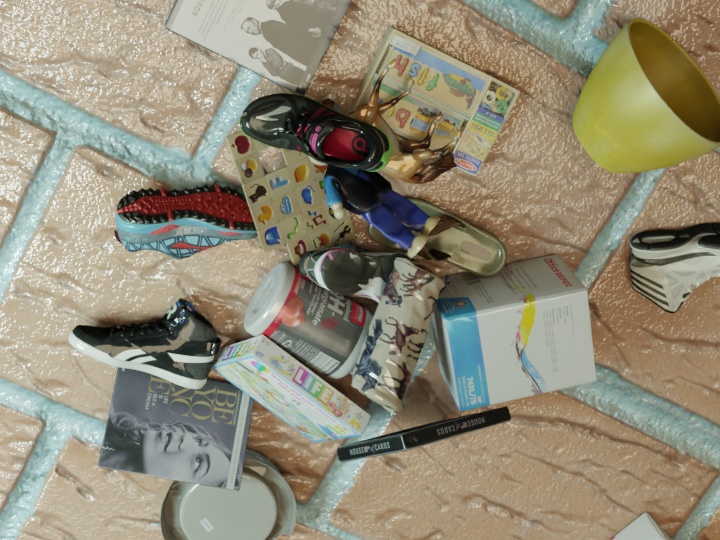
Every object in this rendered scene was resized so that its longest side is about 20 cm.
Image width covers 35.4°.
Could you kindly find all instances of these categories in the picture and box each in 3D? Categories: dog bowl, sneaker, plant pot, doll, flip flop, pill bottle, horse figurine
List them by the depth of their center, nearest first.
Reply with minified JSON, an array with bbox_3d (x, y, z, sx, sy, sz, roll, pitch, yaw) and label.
[{"bbox_3d":[-0.057,-0.177,1.421,0.200,0.084,0.077,14,98,7],"label":"sneaker"},{"bbox_3d":[0.044,-0.180,1.483,0.133,0.050,0.200,-43,110,7],"label":"horse figurine"},{"bbox_3d":[0.366,-0.209,1.489,0.200,0.200,0.142,37,129,-19],"label":"plant pot"},{"bbox_3d":[0.011,-0.107,1.496,0.200,0.137,0.048,38,139,-5],"label":"doll"},{"bbox_3d":[-0.231,-0.060,1.514,0.200,0.079,0.096,2,141,-18],"label":"sneaker"},{"bbox_3d":[0.000,0.000,1.549,0.200,0.086,0.080,20,88,-43],"label":"sneaker"},{"bbox_3d":[-0.290,0.081,1.554,0.200,0.073,0.112,20,100,-20],"label":"sneaker"},{"bbox_3d":[0.109,-0.042,1.559,0.200,0.058,0.081,22,105,-3],"label":"flip flop"},{"bbox_3d":[-0.051,0.081,1.561,0.200,0.111,0.111,31,103,-18],"label":"pill bottle"},{"bbox_3d":[0.489,-0.001,1.640,0.200,0.076,0.116,-3,120,1],"label":"sneaker"},{"bbox_3d":[-0.196,0.350,1.669,0.200,0.059,0.200,-3,110,-7],"label":"dog bowl"}]

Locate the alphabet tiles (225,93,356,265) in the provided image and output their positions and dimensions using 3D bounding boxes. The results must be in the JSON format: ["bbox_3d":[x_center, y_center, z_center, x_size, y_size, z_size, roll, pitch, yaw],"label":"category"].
[{"bbox_3d":[-0.075,-0.115,1.511,0.167,0.008,0.200,-25,114,-20],"label":"alphabet tiles"}]

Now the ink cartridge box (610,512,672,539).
[{"bbox_3d":[0.474,0.513,1.815,0.146,0.083,0.200,-41,110,7],"label":"ink cartridge box"}]

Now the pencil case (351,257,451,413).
[{"bbox_3d":[0.053,0.088,1.506,0.089,0.078,0.200,25,83,-43],"label":"pencil case"}]

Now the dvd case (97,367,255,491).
[{"bbox_3d":[-0.256,0.221,1.591,0.200,0.016,0.149,13,73,-13],"label":"dvd case"}]

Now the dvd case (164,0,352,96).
[{"bbox_3d":[-0.128,-0.333,1.441,0.200,0.025,0.150,25,105,-16],"label":"dvd case"}]

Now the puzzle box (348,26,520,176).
[{"bbox_3d":[0.098,-0.225,1.514,0.200,0.025,0.133,22,106,-16],"label":"puzzle box"}]

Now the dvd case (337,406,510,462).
[{"bbox_3d":[0.089,0.230,1.576,0.200,0.150,0.025,-9,81,-39],"label":"dvd case"}]

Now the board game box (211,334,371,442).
[{"bbox_3d":[-0.099,0.169,1.580,0.200,0.134,0.034,39,61,-20],"label":"board game box"}]

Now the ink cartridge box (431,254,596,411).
[{"bbox_3d":[0.210,0.084,1.581,0.200,0.147,0.146,-12,111,-3],"label":"ink cartridge box"}]
